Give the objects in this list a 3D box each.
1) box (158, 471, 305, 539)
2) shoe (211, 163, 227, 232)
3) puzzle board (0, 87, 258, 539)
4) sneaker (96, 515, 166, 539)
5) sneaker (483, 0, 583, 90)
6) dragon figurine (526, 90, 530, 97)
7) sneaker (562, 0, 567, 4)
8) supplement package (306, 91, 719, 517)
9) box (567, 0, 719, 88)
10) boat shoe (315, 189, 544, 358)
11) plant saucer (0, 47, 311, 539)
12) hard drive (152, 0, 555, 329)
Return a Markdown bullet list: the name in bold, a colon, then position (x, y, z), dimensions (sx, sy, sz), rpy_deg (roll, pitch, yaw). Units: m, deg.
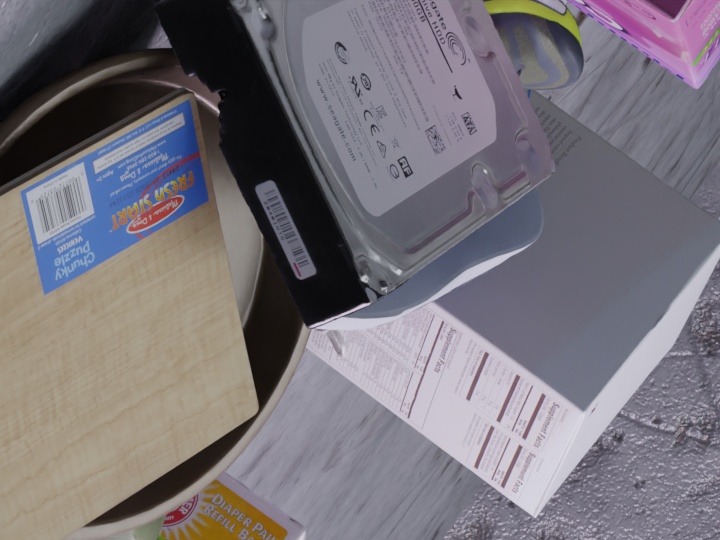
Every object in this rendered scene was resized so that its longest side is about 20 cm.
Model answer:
- **box**: position (-0.132, 0.203, 1.595), dimensions (0.200, 0.112, 0.101), rpy_deg (-51, 168, -20)
- **shoe**: position (-0.124, 0.021, 1.154), dimensions (0.200, 0.071, 0.091), rpy_deg (-63, 159, 14)
- **puzzle board**: position (-0.128, 0.037, 1.061), dimensions (0.200, 0.017, 0.151), rpy_deg (-32, 128, -31)
- **sneaker**: position (-0.116, 0.106, 1.313), dimensions (0.200, 0.067, 0.090), rpy_deg (120, -8, -72)
- **sneaker**: position (0.026, -0.085, 1.282), dimensions (0.200, 0.081, 0.074), rpy_deg (-3, 167, -43)
- **dragon figurine**: position (0.058, -0.091, 1.525), dimensions (0.200, 0.099, 0.059), rpy_deg (-60, 170, 1)
- **sneaker**: position (0.062, -0.156, 1.383), dimensions (0.200, 0.085, 0.073), rpy_deg (-63, -160, 9)
- **supplement package**: position (0.075, 0.003, 1.631), dimensions (0.152, 0.200, 0.151), rpy_deg (-48, 168, -26)
- **box**: position (0.093, -0.175, 1.206), dimensions (0.097, 0.176, 0.200), rpy_deg (-55, 170, 3)
- **boat shoe**: position (-0.002, -0.004, 1.370), dimensions (0.086, 0.075, 0.202), rpy_deg (-35, 172, 39)
- **plant saucer**: position (-0.096, 0.008, 1.112), dimensions (0.200, 0.029, 0.200), rpy_deg (-19, 120, -37)
- **hard drive**: position (0.005, -0.072, 1.144), dimensions (0.038, 0.140, 0.200), rpy_deg (-22, -175, 28)
